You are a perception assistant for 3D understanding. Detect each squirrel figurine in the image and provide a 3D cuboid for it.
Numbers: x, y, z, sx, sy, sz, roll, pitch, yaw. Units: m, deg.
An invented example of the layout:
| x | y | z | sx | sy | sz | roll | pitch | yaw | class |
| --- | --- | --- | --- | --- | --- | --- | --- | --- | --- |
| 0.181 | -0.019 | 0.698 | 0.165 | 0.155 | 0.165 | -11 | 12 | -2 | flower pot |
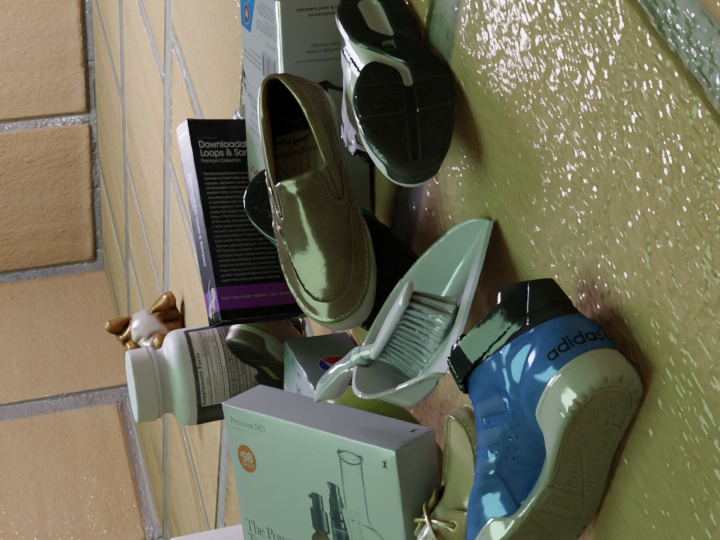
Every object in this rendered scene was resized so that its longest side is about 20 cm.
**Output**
| x | y | z | sx | sy | sz | roll | pitch | yaw | class |
| --- | --- | --- | --- | --- | --- | --- | --- | --- | --- |
| -0.371 | 0.174 | 2.287 | 0.200 | 0.140 | 0.188 | 86 | 159 | -68 | squirrel figurine |

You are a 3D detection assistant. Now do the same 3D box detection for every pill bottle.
| x | y | z | sx | sy | sz | roll | pitch | yaw | class |
| --- | --- | --- | --- | --- | --- | --- | --- | --- | --- |
| -0.166 | 0.117 | 1.408 | 0.111 | 0.197 | 0.112 | 172 | 90 | -74 | pill bottle |

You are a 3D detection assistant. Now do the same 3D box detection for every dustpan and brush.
| x | y | z | sx | sy | sz | roll | pitch | yaw | class |
| --- | --- | --- | --- | --- | --- | --- | --- | --- | --- |
| 0.018 | 0.055 | 0.867 | 0.201 | 0.057 | 0.141 | 121 | 172 | -51 | dustpan and brush |

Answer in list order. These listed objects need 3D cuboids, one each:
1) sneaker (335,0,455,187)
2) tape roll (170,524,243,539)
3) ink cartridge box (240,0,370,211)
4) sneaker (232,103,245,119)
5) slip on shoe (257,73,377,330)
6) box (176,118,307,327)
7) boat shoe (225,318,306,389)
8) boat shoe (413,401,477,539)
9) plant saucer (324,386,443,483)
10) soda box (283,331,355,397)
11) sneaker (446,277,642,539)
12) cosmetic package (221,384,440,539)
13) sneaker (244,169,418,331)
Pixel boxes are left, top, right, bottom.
| x | y | z | sx | sy | sz | roll | pitch | yaw | class |
| --- | --- | --- | --- | --- | --- | --- | --- | --- | --- |
| 0.027 | -0.109 | 0.919 | 0.116 | 0.075 | 0.202 | 87 | 173 | -46 | sneaker |
| -0.192 | 0.474 | 1.763 | 0.202 | 0.137 | 0.206 | 171 | 90 | -74 | tape roll |
| -0.051 | -0.157 | 1.100 | 0.146 | 0.083 | 0.203 | -132 | 37 | -61 | ink cartridge box |
| -0.121 | -0.095 | 1.325 | 0.201 | 0.076 | 0.079 | 85 | 172 | -48 | sneaker |
| -0.038 | -0.055 | 0.919 | 0.061 | 0.075 | 0.203 | 30 | -131 | -65 | slip on shoe |
| -0.098 | -0.051 | 1.204 | 0.036 | 0.141 | 0.203 | -23 | 74 | 55 | box |
| -0.076 | 0.082 | 1.285 | 0.200 | 0.071 | 0.077 | 64 | -138 | -63 | boat shoe |
| 0.073 | 0.196 | 0.878 | 0.074 | 0.068 | 0.203 | -155 | 58 | -70 | boat shoe |
| 0.007 | 0.196 | 1.009 | 0.198 | 0.031 | 0.203 | 20 | 119 | 39 | plant saucer |
| -0.014 | 0.133 | 1.138 | 0.200 | 0.067 | 0.064 | -129 | 37 | -58 | soda box |
| 0.094 | 0.095 | 0.741 | 0.202 | 0.076 | 0.112 | 103 | 148 | -40 | sneaker |
| -0.021 | 0.184 | 0.974 | 0.198 | 0.051 | 0.153 | 8 | 109 | 44 | cosmetic package |
| 0.000 | 0.000 | 1.000 | 0.200 | 0.084 | 0.121 | 41 | -177 | 25 | sneaker |
